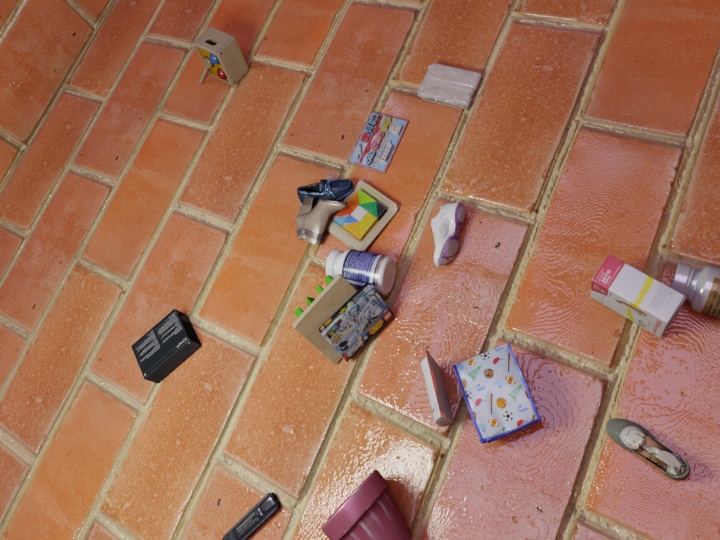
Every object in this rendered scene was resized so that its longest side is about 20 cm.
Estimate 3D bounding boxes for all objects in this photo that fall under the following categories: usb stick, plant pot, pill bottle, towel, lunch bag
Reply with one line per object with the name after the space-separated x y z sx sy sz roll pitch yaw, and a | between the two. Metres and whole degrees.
-0.309 0.714 1.628 0.199 0.033 0.056 -43 68 1 | usb stick
0.028 0.641 1.443 0.200 0.200 0.179 -45 76 -1 | plant pot
0.000 0.000 1.736 0.195 0.116 0.119 12 74 24 | pill bottle
0.294 -0.615 1.907 0.196 0.034 0.135 21 79 27 | towel
0.854 0.053 1.376 0.196 0.114 0.117 21 78 27 | pill bottle
0.349 0.321 1.470 0.167 0.124 0.204 -25 55 10 | lunch bag

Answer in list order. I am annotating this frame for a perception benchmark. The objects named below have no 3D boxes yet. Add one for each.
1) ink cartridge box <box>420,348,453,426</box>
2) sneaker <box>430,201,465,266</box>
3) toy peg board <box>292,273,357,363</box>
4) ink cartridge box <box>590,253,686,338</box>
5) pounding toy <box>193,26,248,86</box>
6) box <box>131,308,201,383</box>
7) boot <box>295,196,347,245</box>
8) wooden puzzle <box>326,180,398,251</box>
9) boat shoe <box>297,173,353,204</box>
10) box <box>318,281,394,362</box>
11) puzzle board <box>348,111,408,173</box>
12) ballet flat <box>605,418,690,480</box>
0.188 0.307 1.493 0.049 0.200 0.165 -18 63 13 | ink cartridge box
0.249 -0.107 1.717 0.098 0.074 0.205 6 71 43 | sneaker
-0.083 0.129 1.699 0.200 0.199 0.098 -46 34 -2 | toy peg board
0.680 0.065 1.423 0.198 0.145 0.084 35 85 29 | ink cartridge box
-0.568 -0.824 2.264 0.198 0.185 0.143 31 70 28 | pounding toy
-0.648 0.253 1.918 0.199 0.079 0.142 -39 58 3 | box
-0.130 -0.157 1.862 0.197 0.069 0.151 12 95 39 | boot
-0.001 -0.175 1.851 0.184 0.037 0.201 37 86 29 | wooden puzzle
-0.121 -0.266 1.904 0.195 0.069 0.085 -17 41 13 | boat shoe
-0.010 0.149 1.662 0.199 0.138 0.040 -43 35 -5 | box
0.059 -0.437 1.941 0.148 0.017 0.204 20 79 27 | puzzle board
0.670 0.409 1.339 0.198 0.064 0.068 34 84 29 | ballet flat
